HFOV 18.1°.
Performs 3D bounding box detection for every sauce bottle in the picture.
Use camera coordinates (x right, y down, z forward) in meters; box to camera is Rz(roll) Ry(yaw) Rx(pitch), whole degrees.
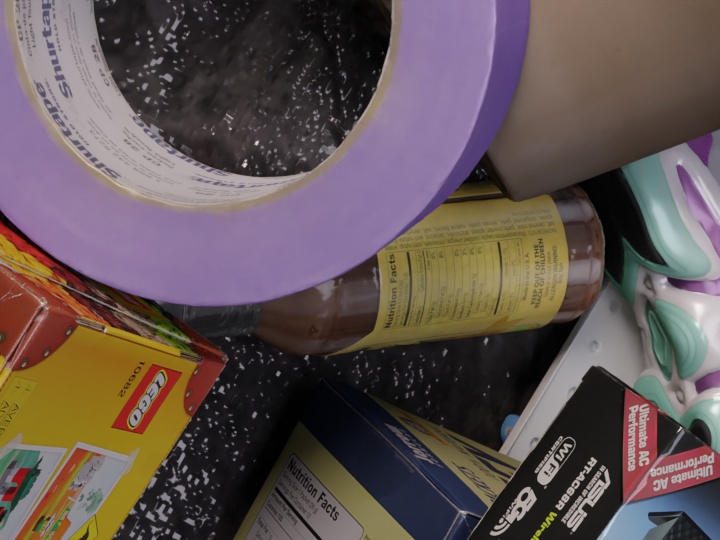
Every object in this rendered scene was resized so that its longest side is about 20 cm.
[{"bbox_3d":[0.000,0.000,0.902,0.199,0.065,0.065,-5,104,-26],"label":"sauce bottle"}]

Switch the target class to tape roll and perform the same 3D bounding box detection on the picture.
[{"bbox_3d":[-0.044,-0.093,0.780,0.199,0.085,0.201,2,98,12],"label":"tape roll"}]

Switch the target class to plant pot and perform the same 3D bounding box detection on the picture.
[{"bbox_3d":[0.096,-0.123,0.870,0.173,0.200,0.200,-34,117,1],"label":"plant pot"}]

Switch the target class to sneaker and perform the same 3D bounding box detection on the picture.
[{"bbox_3d":[0.181,0.018,0.968,0.139,0.078,0.201,-23,112,-22],"label":"sneaker"}]

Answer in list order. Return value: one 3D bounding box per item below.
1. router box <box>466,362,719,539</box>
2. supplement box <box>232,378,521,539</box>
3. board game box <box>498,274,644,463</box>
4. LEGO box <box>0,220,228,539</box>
[{"bbox_3d":[0.115,0.149,0.817,0.200,0.062,0.150,36,91,-31],"label":"router box"},{"bbox_3d":[0.039,0.184,0.909,0.199,0.134,0.200,25,97,-30],"label":"supplement box"},{"bbox_3d":[0.168,0.058,1.030,0.200,0.026,0.201,35,84,-30],"label":"board game box"},{"bbox_3d":[-0.152,0.084,0.772,0.200,0.077,0.149,-57,159,2],"label":"LEGO box"}]
